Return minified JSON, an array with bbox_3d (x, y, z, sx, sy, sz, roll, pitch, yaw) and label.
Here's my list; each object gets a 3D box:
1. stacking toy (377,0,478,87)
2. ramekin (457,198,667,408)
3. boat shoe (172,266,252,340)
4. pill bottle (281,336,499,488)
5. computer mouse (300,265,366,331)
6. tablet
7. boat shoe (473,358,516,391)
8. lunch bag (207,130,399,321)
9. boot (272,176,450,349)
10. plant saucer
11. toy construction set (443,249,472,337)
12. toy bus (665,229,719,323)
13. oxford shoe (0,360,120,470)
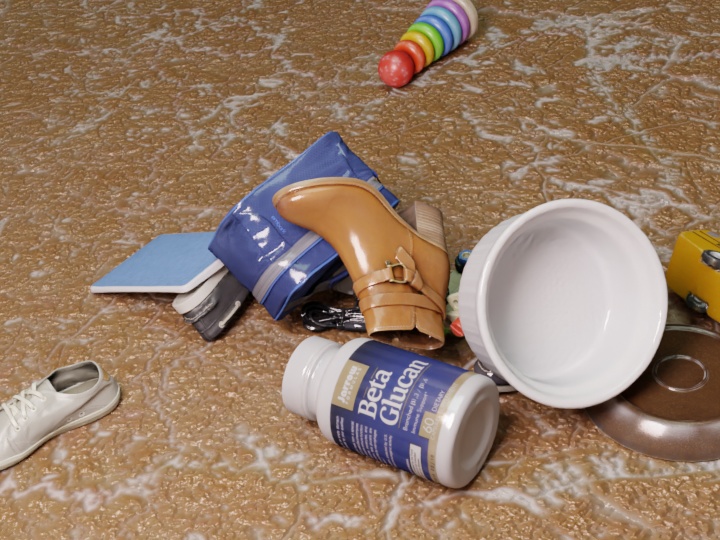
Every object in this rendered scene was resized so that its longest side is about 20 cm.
[{"bbox_3d":[0.094,-0.339,1.949,0.085,0.086,0.200,19,50,31],"label":"stacking toy"},{"bbox_3d":[0.193,0.031,1.283,0.199,0.202,0.098,-17,6,-15],"label":"ramekin"},{"bbox_3d":[-0.145,0.006,1.512,0.074,0.060,0.200,-23,20,34],"label":"boat shoe"},{"bbox_3d":[0.026,0.130,1.266,0.199,0.112,0.111,16,41,28],"label":"pill bottle"},{"bbox_3d":[0.000,0.000,1.509,0.109,0.044,0.201,0,36,10],"label":"computer mouse"},{"bbox_3d":[-0.220,-0.009,1.523,0.199,0.014,0.130,0,32,46],"label":"tablet"},{"bbox_3d":[0.201,0.064,1.372,0.199,0.063,0.073,-23,38,-22],"label":"boat shoe"},{"bbox_3d":[-0.051,-0.046,1.424,0.200,0.136,0.132,-41,87,-24],"label":"lunch bag"},{"bbox_3d":[0.005,-0.006,1.307,0.199,0.074,0.156,10,63,-20],"label":"boot"},{"bbox_3d":[0.325,0.114,1.313,0.199,0.032,0.201,-4,37,3],"label":"plant saucer"},{"bbox_3d":[0.145,0.028,1.417,0.131,0.093,0.200,22,34,33],"label":"toy construction set"},{"bbox_3d":[0.414,0.028,1.377,0.078,0.065,0.200,-4,29,-36],"label":"toy bus"},{"bbox_3d":[-0.346,0.150,1.344,0.199,0.058,0.075,-27,43,-23],"label":"oxford shoe"}]
